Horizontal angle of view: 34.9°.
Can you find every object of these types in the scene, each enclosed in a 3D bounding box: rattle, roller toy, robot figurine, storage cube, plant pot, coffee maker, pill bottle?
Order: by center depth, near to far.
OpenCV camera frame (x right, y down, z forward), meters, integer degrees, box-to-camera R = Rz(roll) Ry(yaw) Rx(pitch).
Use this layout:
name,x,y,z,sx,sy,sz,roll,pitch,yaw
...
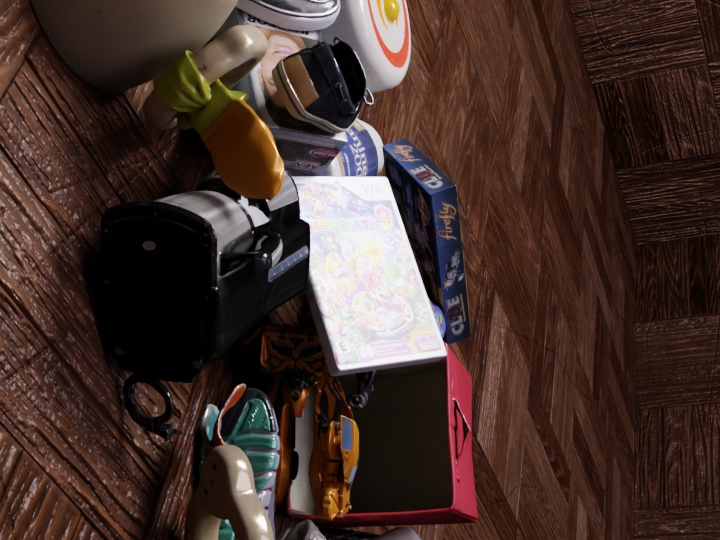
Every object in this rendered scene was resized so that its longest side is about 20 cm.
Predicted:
name,x,y,z,sx,sy,sz,roll,pitch,yaw
rattle,-0.150,0.203,0.947,0.130,0.141,0.203,166,-82,-70
plant pot,-0.174,-0.265,0.971,0.200,0.133,0.203,-9,90,-68
coffee maker,-0.138,0.009,1.007,0.194,0.134,0.200,-64,169,23
rattle,-0.110,-0.136,1.028,0.131,0.142,0.200,-54,-176,-9
robot figurine,-0.056,0.136,1.120,0.058,0.143,0.203,-15,107,-76
storage cube,0.029,0.184,1.233,0.180,0.197,0.173,49,37,-69
pill bottle,-0.042,-0.117,1.276,0.200,0.110,0.112,-34,114,-66
roller toy,-0.020,-0.300,1.355,0.182,0.138,0.202,-40,119,-65

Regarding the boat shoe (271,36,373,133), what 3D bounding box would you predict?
name,x,y,z,sx,sy,sz,roll,pitch,yaw
boat shoe,-0.022,-0.170,1.041,0.075,0.062,0.200,63,14,1

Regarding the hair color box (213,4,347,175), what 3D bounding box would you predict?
name,x,y,z,sx,sy,sz,roll,pitch,yaw
hair color box,-0.085,-0.199,1.146,0.098,0.061,0.202,6,56,-32

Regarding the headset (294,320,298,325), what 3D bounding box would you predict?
name,x,y,z,sx,sy,sz,roll,pitch,yaw
headset,-0.004,0.049,1.336,0.199,0.093,0.125,-28,109,-50

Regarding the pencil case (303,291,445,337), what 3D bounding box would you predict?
name,x,y,z,sx,sy,sz,roll,pitch,yaw
pencil case,0.009,0.027,1.235,0.200,0.087,0.078,41,8,-39

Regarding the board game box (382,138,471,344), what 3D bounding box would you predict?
name,x,y,z,sx,sy,sz,roll,pitch,yaw
board game box,0.076,-0.033,1.321,0.136,0.034,0.202,-129,-155,-54

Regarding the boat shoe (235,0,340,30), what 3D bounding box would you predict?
name,x,y,z,sx,sy,sz,roll,pitch,yaw
boat shoe,-0.100,-0.299,1.117,0.197,0.068,0.074,20,49,-23

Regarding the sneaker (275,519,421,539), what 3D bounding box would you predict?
name,x,y,z,sx,sy,sz,roll,pitch,yaw
sneaker,-0.019,0.293,1.160,0.199,0.073,0.117,-32,115,-33

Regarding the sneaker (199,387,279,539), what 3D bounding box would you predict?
name,x,y,z,sx,sy,sz,roll,pitch,yaw
sneaker,-0.111,0.214,1.077,0.088,0.073,0.203,69,25,-77

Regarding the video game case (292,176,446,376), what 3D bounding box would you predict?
name,x,y,z,sx,sy,sz,roll,pitch,yaw
video game case,0.000,0.000,1.129,0.142,0.018,0.202,-4,68,-40

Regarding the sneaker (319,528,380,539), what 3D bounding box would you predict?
name,x,y,z,sx,sy,sz,roll,pitch,yaw
sneaker,0.002,0.340,1.287,0.200,0.076,0.086,40,56,-56
